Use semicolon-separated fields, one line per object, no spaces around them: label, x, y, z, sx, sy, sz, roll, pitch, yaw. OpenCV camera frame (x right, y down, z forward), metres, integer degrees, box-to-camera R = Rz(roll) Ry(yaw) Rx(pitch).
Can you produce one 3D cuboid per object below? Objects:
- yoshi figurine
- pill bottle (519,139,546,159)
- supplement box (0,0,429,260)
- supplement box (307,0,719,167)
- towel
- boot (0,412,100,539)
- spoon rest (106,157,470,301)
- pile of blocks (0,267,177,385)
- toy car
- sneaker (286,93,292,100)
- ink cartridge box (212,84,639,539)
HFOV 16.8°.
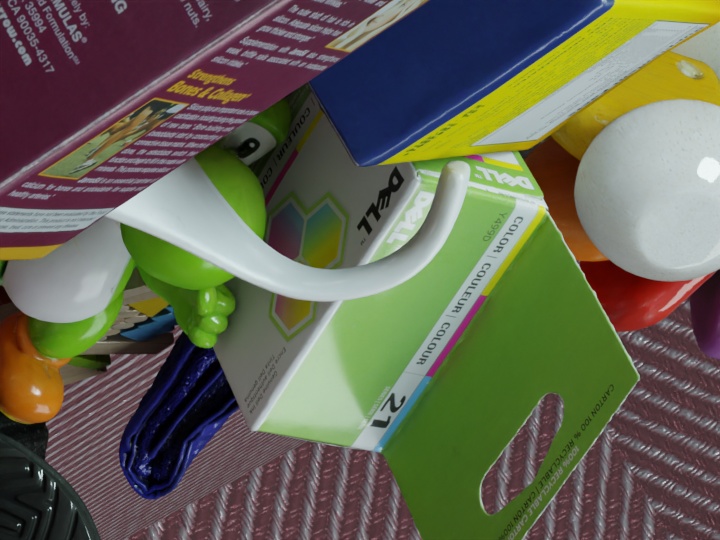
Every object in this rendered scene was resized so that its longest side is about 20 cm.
yoshi figurine;-0.109;-0.008;1.045;0.200;0.112;0.112;-38;164;29
pill bottle;0.126;-0.100;1.258;0.116;0.117;0.200;-27;-175;-31
supplement box;-0.060;-0.089;0.728;0.199;0.086;0.110;-32;173;14
supplement box;0.048;-0.115;0.921;0.109;0.110;0.200;-33;173;20
towel;-0.059;0.010;1.263;0.148;0.049;0.200;-48;-169;40
boot;-0.181;0.098;1.132;0.080;0.210;0.158;-61;159;2
spoon rest;-0.060;-0.026;0.936;0.198;0.061;0.099;8;-173;5
pile of blocks;-0.127;0.004;1.197;0.082;0.063;0.200;2;161;-35
toy car;0.162;-0.031;1.087;0.176;0.198;0.151;-92;-164;-56
sneaker;0.001;-0.077;1.158;0.199;0.077;0.085;-27;177;-31
ink cartridge box;0.016;0.021;1.015;0.075;0.201;0.148;13;124;-34
